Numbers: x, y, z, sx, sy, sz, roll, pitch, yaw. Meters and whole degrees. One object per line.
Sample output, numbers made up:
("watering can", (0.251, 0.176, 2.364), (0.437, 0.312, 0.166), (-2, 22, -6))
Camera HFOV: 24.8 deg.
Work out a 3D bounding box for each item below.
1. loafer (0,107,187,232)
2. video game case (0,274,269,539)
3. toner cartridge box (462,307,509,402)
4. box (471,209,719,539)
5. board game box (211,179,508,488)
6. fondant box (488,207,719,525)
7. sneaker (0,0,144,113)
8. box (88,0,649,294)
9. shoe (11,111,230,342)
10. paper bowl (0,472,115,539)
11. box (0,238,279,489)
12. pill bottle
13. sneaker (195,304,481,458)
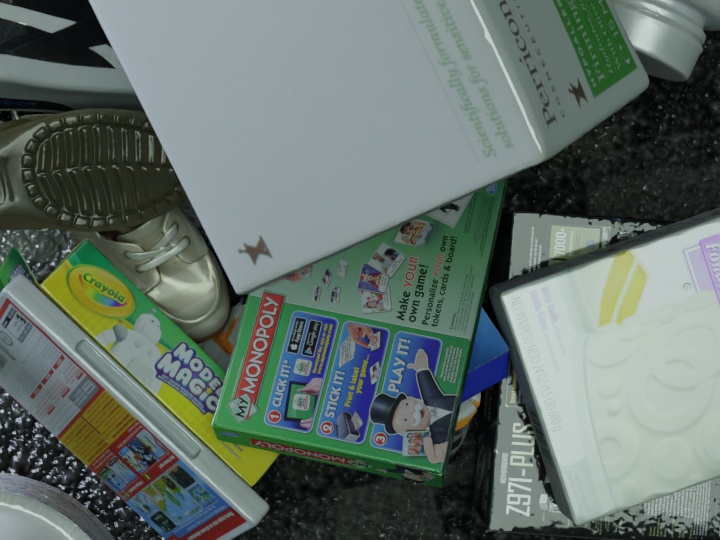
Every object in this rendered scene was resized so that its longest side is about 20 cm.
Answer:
("loafer", (-0.197, -0.058, 0.972), (0.199, 0.067, 0.076), (-7, 104, -15))
("video game case", (-0.153, 0.096, 1.004), (0.200, 0.143, 0.017), (44, 62, -4))
("toner cartridge box", (0.000, 0.000, 1.005), (0.095, 0.043, 0.200), (-29, 67, -11))
("box", (0.162, 0.067, 1.042), (0.163, 0.086, 0.201), (4, 92, -3))
("board game box", (0.004, 0.016, 0.957), (0.134, 0.029, 0.201), (11, 67, 8))
("fondant box", (0.193, 0.048, 0.971), (0.199, 0.058, 0.145), (-19, 92, -3))
("sneaker", (-0.155, -0.150, 0.990), (0.199, 0.073, 0.112), (6, 74, -35))
("box", (0.003, -0.128, 0.838), (0.199, 0.171, 0.200), (-22, 97, 33))
("shoe", (-0.154, -0.037, 1.026), (0.070, 0.053, 0.200), (-39, 86, -6))
("paper bowl", (-0.239, 0.232, 1.020), (0.200, 0.104, 0.202), (0, 91, -3))
("box", (-0.143, 0.062, 1.010), (0.200, 0.117, 0.048), (43, 62, -5))
("pill bottle", (0.206, -0.225, 1.021), (0.109, 0.109, 0.201), (22, 91, -4))
("sneaker", (-0.024, 0.081, 1.041), (0.199, 0.077, 0.078), (15, 52, 12))
